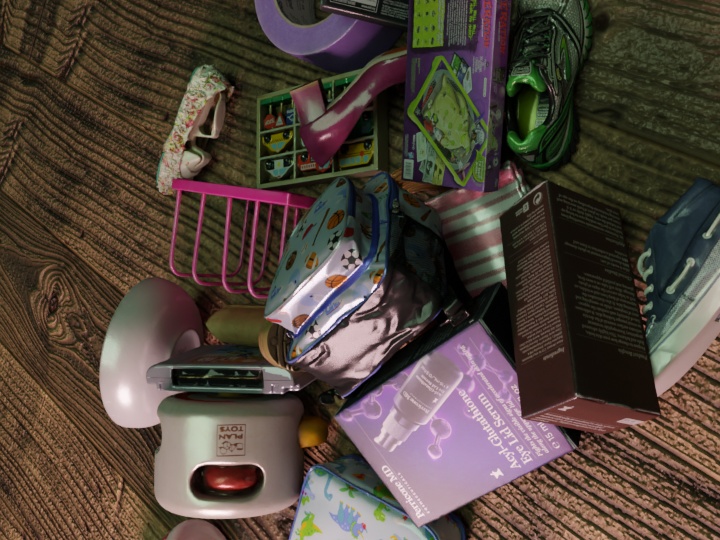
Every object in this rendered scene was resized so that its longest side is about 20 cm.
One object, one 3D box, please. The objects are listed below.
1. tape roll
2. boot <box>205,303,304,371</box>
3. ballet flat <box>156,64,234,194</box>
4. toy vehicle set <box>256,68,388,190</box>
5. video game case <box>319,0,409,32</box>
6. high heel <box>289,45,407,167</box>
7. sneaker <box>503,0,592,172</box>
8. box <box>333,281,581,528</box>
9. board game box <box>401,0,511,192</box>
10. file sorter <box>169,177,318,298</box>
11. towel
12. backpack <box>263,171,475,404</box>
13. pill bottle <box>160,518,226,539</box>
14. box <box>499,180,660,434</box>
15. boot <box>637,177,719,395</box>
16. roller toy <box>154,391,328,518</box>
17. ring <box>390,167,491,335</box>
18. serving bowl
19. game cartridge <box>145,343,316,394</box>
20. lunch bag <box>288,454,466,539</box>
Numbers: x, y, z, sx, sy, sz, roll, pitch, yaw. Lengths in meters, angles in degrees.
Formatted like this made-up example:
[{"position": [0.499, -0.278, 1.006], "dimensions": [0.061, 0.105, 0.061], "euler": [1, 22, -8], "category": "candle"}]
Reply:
[{"position": [-0.032, -0.353, 0.861], "dimensions": [0.197, 0.084, 0.205], "euler": [-3, 85, 35], "category": "tape roll"}, {"position": [-0.113, 0.073, 0.838], "dimensions": [0.197, 0.174, 0.068], "euler": [1, 88, 38], "category": "boot"}, {"position": [-0.236, -0.192, 1.009], "dimensions": [0.063, 0.075, 0.203], "euler": [28, 108, 16], "category": "ballet flat"}, {"position": [-0.053, -0.176, 0.901], "dimensions": [0.197, 0.026, 0.127], "euler": [-4, 85, 35], "category": "toy vehicle set"}, {"position": [0.070, -0.350, 0.757], "dimensions": [0.196, 0.026, 0.184], "euler": [13, 96, -1], "category": "video game case"}, {"position": [0.020, -0.194, 0.816], "dimensions": [0.196, 0.068, 0.098], "euler": [-14, 110, 20], "category": "high heel"}, {"position": [0.182, -0.206, 0.700], "dimensions": [0.077, 0.085, 0.205], "euler": [-1, 86, 34], "category": "sneaker"}, {"position": [0.098, 0.135, 0.703], "dimensions": [0.199, 0.104, 0.149], "euler": [-39, 91, 29], "category": "box"}, {"position": [0.094, -0.188, 0.717], "dimensions": [0.119, 0.032, 0.204], "euler": [19, 112, 51], "category": "board game box"}, {"position": [-0.124, -0.036, 0.879], "dimensions": [0.197, 0.138, 0.128], "euler": [11, 95, 35], "category": "file sorter"}, {"position": [0.131, 0.005, 0.741], "dimensions": [0.145, 0.030, 0.204], "euler": [-23, 79, 30], "category": "towel"}, {"position": [0.000, 0.000, 0.704], "dimensions": [0.154, 0.192, 0.199], "euler": [41, 122, -18], "category": "backpack"}, {"position": [-0.271, 0.441, 0.978], "dimensions": [0.200, 0.108, 0.110], "euler": [-44, 65, 25], "category": "pill bottle"}, {"position": [0.191, 0.033, 0.629], "dimensions": [0.075, 0.099, 0.203], "euler": [-41, 41, 49], "category": "box"}, {"position": [0.282, 0.021, 0.636], "dimensions": [0.090, 0.072, 0.201], "euler": [45, 106, 37], "category": "boot"}, {"position": [-0.156, 0.211, 0.862], "dimensions": [0.197, 0.181, 0.143], "euler": [-2, 86, 35], "category": "roller toy"}, {"position": [0.073, -0.028, 0.810], "dimensions": [0.197, 0.019, 0.205], "euler": [-1, 88, 36], "category": "ring"}, {"position": [-0.263, 0.115, 0.948], "dimensions": [0.064, 0.200, 0.204], "euler": [9, 93, 14], "category": "serving bowl"}, {"position": [-0.147, 0.119, 0.879], "dimensions": [0.196, 0.133, 0.042], "euler": [-2, 99, 18], "category": "game cartridge"}, {"position": [0.012, 0.317, 0.799], "dimensions": [0.198, 0.082, 0.164], "euler": [18, 97, 35], "category": "lunch bag"}]
